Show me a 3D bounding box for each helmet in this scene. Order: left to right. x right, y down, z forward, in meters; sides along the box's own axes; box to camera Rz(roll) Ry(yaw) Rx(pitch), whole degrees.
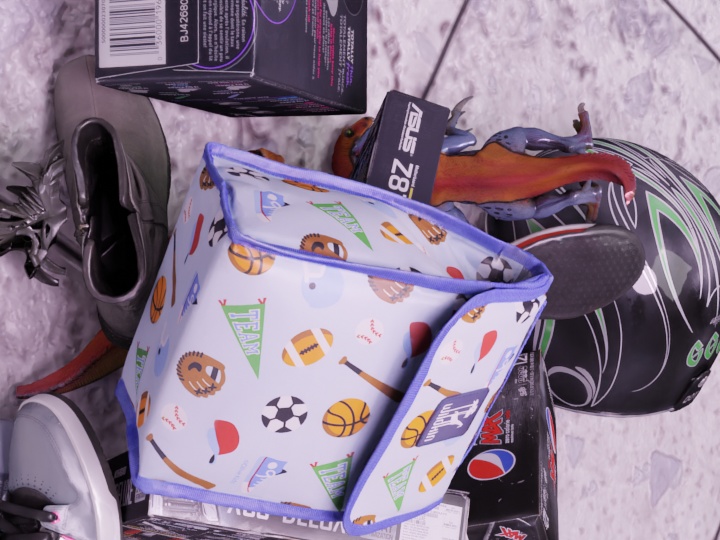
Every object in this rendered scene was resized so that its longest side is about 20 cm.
[{"bbox_3d":[0.192,-0.004,1.251,0.199,0.199,0.192,-19,118,-39],"label":"helmet"}]

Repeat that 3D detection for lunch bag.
[{"bbox_3d":[-0.011,0.046,0.884,0.199,0.124,0.171,14,118,-22],"label":"lunch bag"}]

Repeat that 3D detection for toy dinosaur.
[{"bbox_3d":[-0.242,-0.033,0.946,0.135,0.102,0.201,-2,105,-16],"label":"toy dinosaur"},{"bbox_3d":[-0.107,-0.001,1.045,0.199,0.105,0.183,12,63,-29],"label":"toy dinosaur"},{"bbox_3d":[0.075,-0.080,1.144,0.180,0.200,0.106,-2,84,-10],"label":"toy dinosaur"}]

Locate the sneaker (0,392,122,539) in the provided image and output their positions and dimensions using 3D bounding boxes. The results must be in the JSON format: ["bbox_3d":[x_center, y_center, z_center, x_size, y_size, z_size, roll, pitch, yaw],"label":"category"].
[{"bbox_3d":[-0.204,0.178,0.927,0.120,0.083,0.201,-12,99,-50],"label":"sneaker"}]

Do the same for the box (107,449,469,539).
[{"bbox_3d":[-0.055,0.152,1.007,0.199,0.158,0.050,13,73,-19],"label":"box"}]

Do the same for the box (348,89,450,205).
[{"bbox_3d":[0.000,0.000,1.060,0.049,0.200,0.162,18,64,-5],"label":"box"}]

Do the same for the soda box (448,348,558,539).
[{"bbox_3d":[0.099,0.138,1.130,0.200,0.070,0.064,-78,154,-61],"label":"soda box"}]

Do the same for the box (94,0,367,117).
[{"bbox_3d":[-0.075,-0.165,1.014,0.200,0.105,0.123,4,87,-70],"label":"box"}]

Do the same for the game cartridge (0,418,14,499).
[{"bbox_3d":[-0.228,0.189,0.978,0.133,0.040,0.201,16,80,-36],"label":"game cartridge"}]

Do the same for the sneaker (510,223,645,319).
[{"bbox_3d":[0.096,0.002,1.164,0.200,0.108,0.068,-23,112,2],"label":"sneaker"}]

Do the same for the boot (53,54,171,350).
[{"bbox_3d":[-0.145,-0.060,0.955,0.067,0.131,0.201,-12,70,-6],"label":"boot"}]
